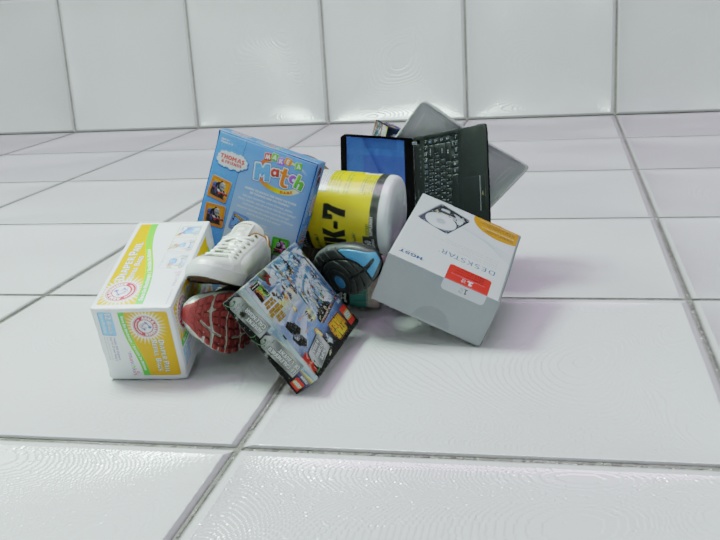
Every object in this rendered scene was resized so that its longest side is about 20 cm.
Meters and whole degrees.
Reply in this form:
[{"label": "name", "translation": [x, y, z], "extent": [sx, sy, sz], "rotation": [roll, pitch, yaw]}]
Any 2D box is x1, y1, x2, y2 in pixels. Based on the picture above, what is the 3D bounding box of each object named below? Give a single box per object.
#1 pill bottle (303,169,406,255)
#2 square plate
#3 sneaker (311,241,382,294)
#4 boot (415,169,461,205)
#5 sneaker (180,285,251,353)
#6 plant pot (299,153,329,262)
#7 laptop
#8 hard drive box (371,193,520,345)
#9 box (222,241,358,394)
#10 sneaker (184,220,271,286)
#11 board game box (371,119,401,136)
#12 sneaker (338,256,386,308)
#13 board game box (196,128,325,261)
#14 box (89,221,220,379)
[{"label": "pill bottle", "translation": [-0.042, -0.086, 1.356], "extent": [0.199, 0.115, 0.114], "rotation": [6, 18, 17]}, {"label": "square plate", "translation": [0.131, -0.158, 1.513], "extent": [0.199, 0.198, 0.029], "rotation": [30, 43, -12]}, {"label": "sneaker", "translation": [-0.022, -0.010, 1.282], "extent": [0.082, 0.073, 0.200], "rotation": [-37, 9, -29]}, {"label": "boot", "translation": [0.089, -0.097, 1.507], "extent": [0.167, 0.201, 0.077], "rotation": [6, 50, 5]}, {"label": "sneaker", "translation": [-0.168, 0.059, 1.214], "extent": [0.082, 0.078, 0.200], "rotation": [16, 2, 25]}, {"label": "plant pot", "translation": [-0.113, -0.076, 1.498], "extent": [0.092, 0.202, 0.200], "rotation": [-20, 23, -39]}, {"label": "laptop", "translation": [0.081, -0.123, 1.401], "extent": [0.199, 0.178, 0.103], "rotation": [-6, -8, 35]}, {"label": "hard drive box", "translation": [0.120, -0.006, 1.276], "extent": [0.155, 0.077, 0.200], "rotation": [24, 32, 4]}, {"label": "box", "translation": [-0.080, 0.053, 1.170], "extent": [0.040, 0.137, 0.200], "rotation": [-38, 4, 21]}, {"label": "sneaker", "translation": [-0.164, -0.022, 1.193], "extent": [0.072, 0.085, 0.200], "rotation": [6, 1, 12]}, {"label": "board game box", "translation": [0.029, -0.165, 1.720], "extent": [0.034, 0.201, 0.136], "rotation": [12, 13, -12]}, {"label": "sneaker", "translation": [0.000, 0.000, 1.441], "extent": [0.079, 0.072, 0.200], "rotation": [3, 18, 6]}, {"label": "board game box", "translation": [-0.145, -0.075, 1.301], "extent": [0.151, 0.201, 0.037], "rotation": [20, 16, 13]}, {"label": "box", "translation": [-0.254, 0.034, 1.216], "extent": [0.101, 0.113, 0.200], "rotation": [-1, 34, 8]}]
